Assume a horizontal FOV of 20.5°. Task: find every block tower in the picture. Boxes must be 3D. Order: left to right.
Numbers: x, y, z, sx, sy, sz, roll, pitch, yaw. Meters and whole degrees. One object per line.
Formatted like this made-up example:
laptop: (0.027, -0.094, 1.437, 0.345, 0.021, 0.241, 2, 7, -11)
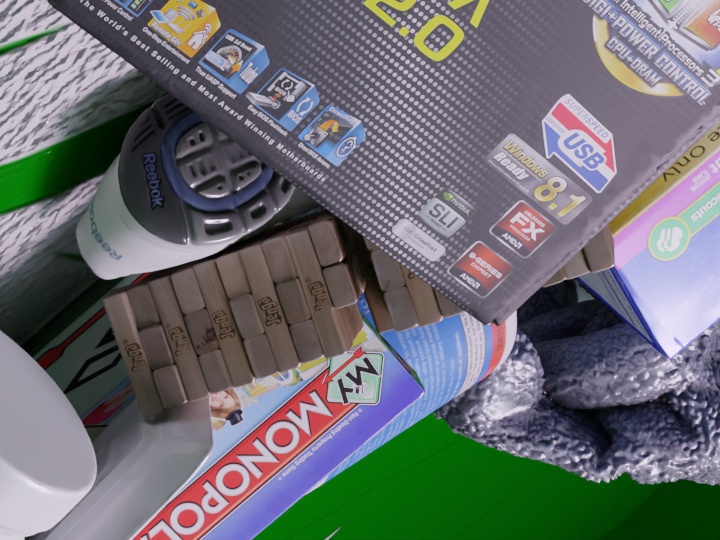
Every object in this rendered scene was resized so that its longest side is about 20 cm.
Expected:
block tower: (0.000, 0.000, 0.804, 0.199, 0.054, 0.058, -18, -173, 10)

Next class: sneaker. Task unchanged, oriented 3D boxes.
sneaker: (-0.036, -0.052, 0.806, 0.199, 0.075, 0.087, -22, 175, -41)

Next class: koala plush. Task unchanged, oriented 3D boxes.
koala plush: (0.162, 0.004, 1.117, 0.177, 0.183, 0.201, -44, 151, -68)

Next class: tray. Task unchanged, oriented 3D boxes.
tray: (-0.137, 0.122, 0.826, 0.200, 0.022, 0.107, -45, -167, 6)

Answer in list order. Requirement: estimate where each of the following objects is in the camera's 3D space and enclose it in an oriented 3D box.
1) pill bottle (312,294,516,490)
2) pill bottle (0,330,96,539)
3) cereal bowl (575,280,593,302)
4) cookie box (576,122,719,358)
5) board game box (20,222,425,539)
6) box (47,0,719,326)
pill bottle: (-0.027, 0.046, 0.996, 0.200, 0.112, 0.112, -31, 163, -31)
pill bottle: (-0.202, 0.113, 0.762, 0.200, 0.117, 0.116, -42, 165, 13)
cereal bowl: (0.196, -0.027, 1.294, 0.200, 0.083, 0.200, -40, 178, -1)
cookie box: (0.148, -0.074, 0.917, 0.171, 0.075, 0.200, -39, -150, -2)
board game box: (-0.088, 0.068, 0.889, 0.200, 0.135, 0.029, -41, -160, 4)
box: (0.026, -0.093, 0.612, 0.200, 0.044, 0.160, 36, 111, -30)
